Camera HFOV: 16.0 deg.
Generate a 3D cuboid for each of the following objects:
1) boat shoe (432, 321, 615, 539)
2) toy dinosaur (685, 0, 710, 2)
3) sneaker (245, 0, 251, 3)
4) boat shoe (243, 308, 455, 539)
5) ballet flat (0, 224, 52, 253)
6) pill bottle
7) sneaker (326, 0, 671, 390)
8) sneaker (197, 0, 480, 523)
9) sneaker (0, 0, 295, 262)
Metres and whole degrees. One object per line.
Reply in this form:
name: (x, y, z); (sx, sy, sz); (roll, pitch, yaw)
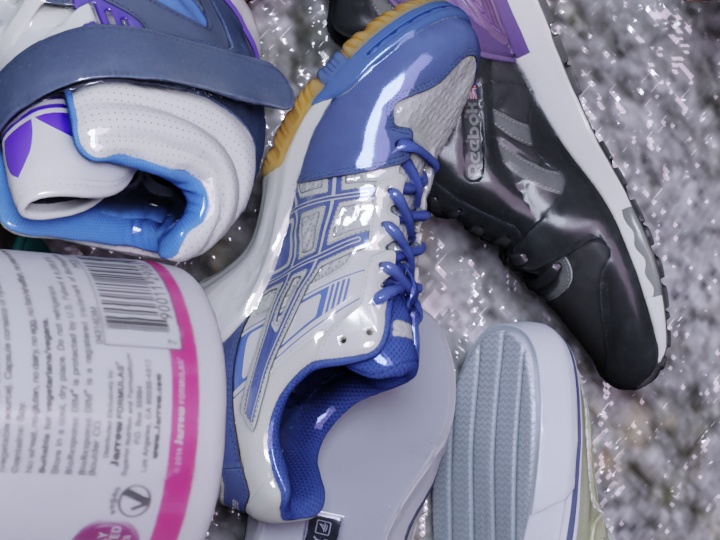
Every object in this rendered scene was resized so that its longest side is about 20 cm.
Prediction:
boat shoe: (0.070, 0.119, 1.011); (0.062, 0.072, 0.201); (-1, 98, -33)
toy dinosaur: (0.184, -0.176, 1.022); (0.086, 0.135, 0.201); (24, 79, -17)
sneaker: (0.004, -0.145, 0.958); (0.200, 0.112, 0.078); (-44, 146, -11)
boat shoe: (-0.011, 0.105, 0.975); (0.071, 0.070, 0.201); (13, 58, -1)
ballet flat: (-0.148, -0.007, 0.940); (0.064, 0.067, 0.200); (-24, 103, 10)
pill bottle: (-0.154, 0.047, 0.833); (0.199, 0.113, 0.114); (5, 86, -25)
sneaker: (0.050, -0.036, 1.010); (0.087, 0.076, 0.201); (-24, 89, -10)
sneaker: (0.000, 0.000, 0.930); (0.200, 0.088, 0.075); (-60, 149, 5)
sneaker: (-0.114, -0.084, 0.867); (0.200, 0.147, 0.081); (38, 119, -21)
